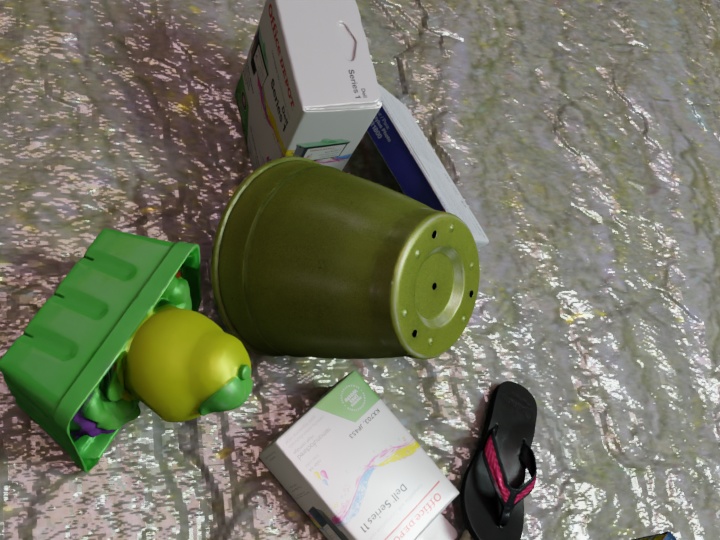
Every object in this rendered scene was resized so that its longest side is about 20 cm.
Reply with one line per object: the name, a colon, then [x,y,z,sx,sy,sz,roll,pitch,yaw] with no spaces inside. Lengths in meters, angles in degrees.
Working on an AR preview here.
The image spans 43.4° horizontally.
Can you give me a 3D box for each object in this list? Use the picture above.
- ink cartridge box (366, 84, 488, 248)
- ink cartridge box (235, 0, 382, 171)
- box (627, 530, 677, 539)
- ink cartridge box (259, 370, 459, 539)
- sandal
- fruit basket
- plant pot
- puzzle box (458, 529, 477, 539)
ink cartridge box: [0.060,-0.107,0.979,0.043,0.200,0.197,-32,81,15]
ink cartridge box: [-0.061,-0.179,0.936,0.084,0.200,0.145,-8,72,-21]
box: [0.207,0.331,0.844,0.200,0.137,0.038,-37,84,-30]
ink cartridge box: [0.012,0.213,0.880,0.117,0.067,0.200,-40,87,-31]
sandal: [0.154,0.199,0.946,0.075,0.045,0.201,29,54,-16]
fruit basket: [-0.184,0.079,0.802,0.214,0.156,0.217,4,60,-7]
plant pot: [0.000,0.000,0.845,0.200,0.192,0.201,-14,108,-48]
puzzle box: [0.150,0.372,0.897,0.200,0.025,0.133,40,60,-3]
